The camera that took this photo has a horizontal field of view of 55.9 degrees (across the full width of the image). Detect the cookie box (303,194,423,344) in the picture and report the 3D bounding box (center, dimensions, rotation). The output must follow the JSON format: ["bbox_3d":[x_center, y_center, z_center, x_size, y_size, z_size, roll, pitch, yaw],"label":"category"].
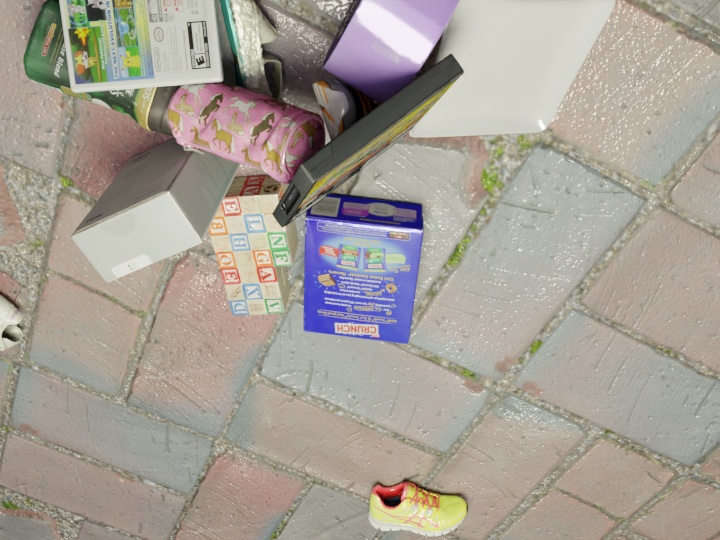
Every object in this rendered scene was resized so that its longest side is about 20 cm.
[{"bbox_3d":[0.000,0.000,0.997,0.166,0.076,0.204,7,125,2],"label":"cookie box"}]

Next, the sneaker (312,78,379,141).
[{"bbox_3d":[-0.008,-0.189,0.816,0.075,0.200,0.080,-17,93,4],"label":"sneaker"}]

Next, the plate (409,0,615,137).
[{"bbox_3d":[0.165,-0.238,0.784,0.194,0.033,0.201,-6,147,-16],"label":"plate"}]

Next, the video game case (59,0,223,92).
[{"bbox_3d":[-0.256,-0.316,0.780,0.177,0.022,0.206,-4,99,-1],"label":"video game case"}]

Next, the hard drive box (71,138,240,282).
[{"bbox_3d":[-0.259,-0.096,0.886,0.152,0.202,0.078,-19,121,20],"label":"hard drive box"}]

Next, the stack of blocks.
[{"bbox_3d":[-0.151,-0.034,1.002,0.112,0.059,0.204,-2,124,8],"label":"stack of blocks"}]

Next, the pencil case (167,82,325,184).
[{"bbox_3d":[-0.134,-0.165,0.801,0.196,0.082,0.089,21,123,26],"label":"pencil case"}]

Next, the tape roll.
[{"bbox_3d":[0.041,-0.285,0.720,0.084,0.202,0.201,26,124,-13],"label":"tape roll"}]

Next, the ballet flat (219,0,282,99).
[{"bbox_3d":[-0.133,-0.269,0.846,0.070,0.073,0.204,1,127,6],"label":"ballet flat"}]

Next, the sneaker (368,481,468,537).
[{"bbox_3d":[0.107,0.446,1.292,0.194,0.079,0.092,-5,117,8],"label":"sneaker"}]

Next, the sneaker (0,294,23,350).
[{"bbox_3d":[-0.640,0.121,1.156,0.099,0.076,0.200,34,122,-15],"label":"sneaker"}]

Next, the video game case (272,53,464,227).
[{"bbox_3d":[0.000,-0.131,0.719,0.026,0.199,0.180,52,162,-2],"label":"video game case"}]

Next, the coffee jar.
[{"bbox_3d":[-0.303,-0.248,0.846,0.195,0.085,0.107,21,88,-9],"label":"coffee jar"}]
